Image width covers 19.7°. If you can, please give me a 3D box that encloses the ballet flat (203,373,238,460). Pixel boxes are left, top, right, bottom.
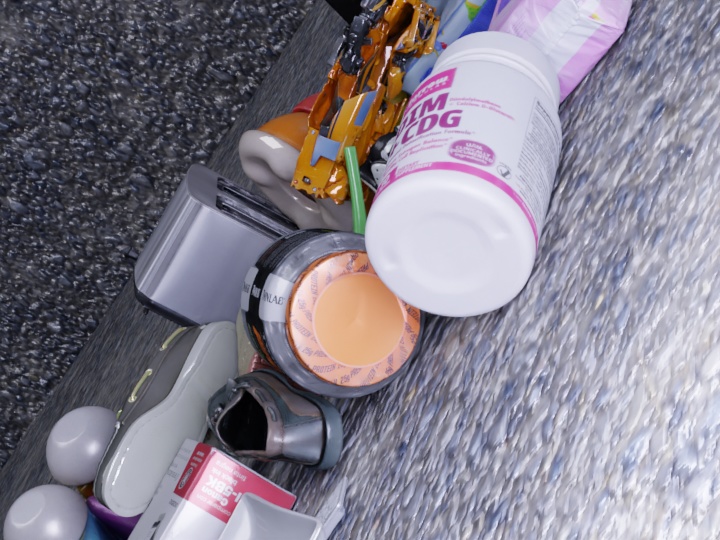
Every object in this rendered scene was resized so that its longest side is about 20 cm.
[{"bbox_3d":[-0.110,0.143,1.817,0.200,0.074,0.074,-40,13,9],"label":"ballet flat"}]

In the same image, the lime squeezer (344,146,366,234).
[{"bbox_3d":[0.000,0.000,1.697,0.071,0.037,0.201,-99,11,-56],"label":"lime squeezer"}]

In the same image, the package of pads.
[{"bbox_3d":[0.157,-0.217,1.559,0.121,0.075,0.200,-46,16,42],"label":"package of pads"}]

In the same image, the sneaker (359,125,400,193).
[{"bbox_3d":[0.050,-0.075,1.628,0.076,0.087,0.200,-59,11,-14],"label":"sneaker"}]

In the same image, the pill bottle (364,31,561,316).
[{"bbox_3d":[0.076,-0.071,1.408,0.113,0.113,0.200,-51,13,37],"label":"pill bottle"}]

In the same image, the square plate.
[{"bbox_3d":[-0.093,0.258,1.455,0.199,0.028,0.200,-63,16,-8],"label":"square plate"}]

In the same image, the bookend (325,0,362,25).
[{"bbox_3d":[0.022,-0.294,1.839,0.199,0.092,0.200,-43,-7,-16],"label":"bookend"}]

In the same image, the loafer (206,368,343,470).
[{"bbox_3d":[-0.083,0.116,1.617,0.200,0.063,0.072,6,94,62],"label":"loafer"}]

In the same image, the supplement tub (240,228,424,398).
[{"bbox_3d":[-0.021,0.030,1.559,0.123,0.122,0.200,-59,9,-3],"label":"supplement tub"}]

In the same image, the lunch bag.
[{"bbox_3d":[0.113,-0.235,1.806,0.200,0.082,0.161,-50,12,41],"label":"lunch bag"}]

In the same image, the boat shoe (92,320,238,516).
[{"bbox_3d":[-0.170,0.126,1.764,0.060,0.072,0.202,0,46,43],"label":"boat shoe"}]

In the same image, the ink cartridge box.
[{"bbox_3d":[-0.146,0.242,1.651,0.201,0.083,0.147,-60,10,-9],"label":"ink cartridge box"}]

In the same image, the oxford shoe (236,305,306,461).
[{"bbox_3d":[-0.074,0.070,1.766,0.074,0.071,0.201,-18,52,51],"label":"oxford shoe"}]

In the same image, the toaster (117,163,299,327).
[{"bbox_3d":[-0.118,-0.002,1.913,0.119,0.199,0.181,-61,9,10],"label":"toaster"}]

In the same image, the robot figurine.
[{"bbox_3d":[0.009,-0.154,1.736,0.201,0.058,0.145,-67,-14,8],"label":"robot figurine"}]

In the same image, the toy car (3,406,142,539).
[{"bbox_3d":[-0.215,0.233,1.897,0.149,0.175,0.201,0,49,34],"label":"toy car"}]

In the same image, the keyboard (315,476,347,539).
[{"bbox_3d":[-0.066,0.236,1.490,0.200,0.011,0.056,-56,10,15],"label":"keyboard"}]

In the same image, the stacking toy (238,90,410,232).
[{"bbox_3d":[-0.002,-0.135,1.889,0.200,0.146,0.146,-50,8,-15],"label":"stacking toy"}]
